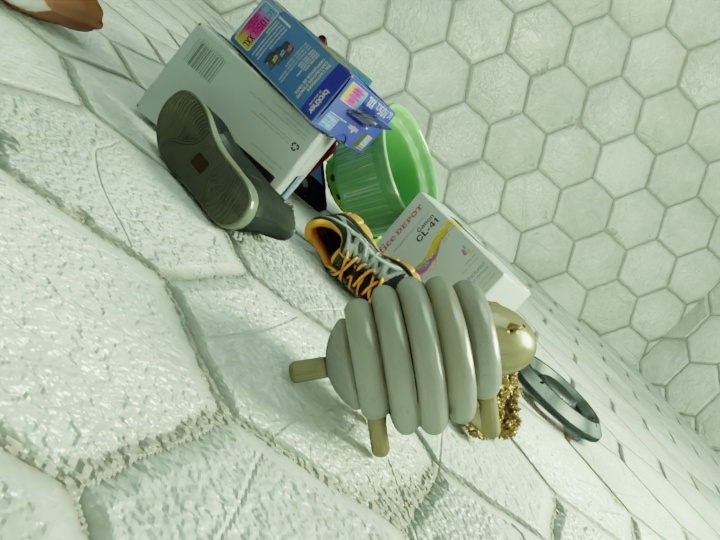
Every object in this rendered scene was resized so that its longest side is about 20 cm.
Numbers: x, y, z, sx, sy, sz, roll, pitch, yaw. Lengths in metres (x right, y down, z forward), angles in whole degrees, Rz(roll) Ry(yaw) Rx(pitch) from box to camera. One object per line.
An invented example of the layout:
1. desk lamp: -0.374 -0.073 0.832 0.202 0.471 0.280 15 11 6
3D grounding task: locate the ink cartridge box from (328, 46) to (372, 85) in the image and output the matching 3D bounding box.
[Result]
1. ink cartridge box: -0.084 -0.459 1.843 0.144 0.200 0.147 37 13 -9

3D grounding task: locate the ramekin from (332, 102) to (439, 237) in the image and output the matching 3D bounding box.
1. ramekin: 0.039 -0.149 1.095 0.200 0.097 0.201 38 45 -52

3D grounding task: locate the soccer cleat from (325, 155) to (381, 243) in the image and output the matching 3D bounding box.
1. soccer cleat: -0.003 -0.114 1.205 0.200 0.067 0.081 55 -4 -25

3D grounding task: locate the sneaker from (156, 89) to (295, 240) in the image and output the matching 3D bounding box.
1. sneaker: -0.154 -0.111 0.795 0.200 0.075 0.106 57 14 24

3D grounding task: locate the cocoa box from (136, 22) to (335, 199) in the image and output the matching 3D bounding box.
1. cocoa box: -0.149 -0.188 0.894 0.200 0.133 0.131 42 12 -1

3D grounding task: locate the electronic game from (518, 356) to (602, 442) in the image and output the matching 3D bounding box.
1. electronic game: 0.325 0.209 1.180 0.200 0.042 0.200 38 14 -11

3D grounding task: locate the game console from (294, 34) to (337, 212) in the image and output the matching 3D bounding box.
1. game console: -0.059 -0.219 1.082 0.172 0.118 0.201 36 43 -60

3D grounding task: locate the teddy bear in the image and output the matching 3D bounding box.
1. teddy bear: 0.134 0.139 0.835 0.145 0.067 0.200 32 20 -2

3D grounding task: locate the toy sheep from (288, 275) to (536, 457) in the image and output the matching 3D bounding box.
1. toy sheep: 0.043 0.071 0.560 0.138 0.199 0.139 169 -90 -85

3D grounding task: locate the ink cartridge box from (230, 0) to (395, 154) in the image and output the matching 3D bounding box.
1. ink cartridge box: -0.046 -0.226 0.859 0.200 0.076 0.136 50 14 21

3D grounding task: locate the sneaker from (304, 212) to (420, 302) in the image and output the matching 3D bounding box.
1. sneaker: 0.000 0.000 0.875 0.077 0.079 0.200 3 35 -49

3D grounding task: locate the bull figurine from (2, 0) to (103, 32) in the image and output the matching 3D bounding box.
1. bull figurine: -0.396 -0.347 0.843 0.122 0.065 0.200 52 13 13

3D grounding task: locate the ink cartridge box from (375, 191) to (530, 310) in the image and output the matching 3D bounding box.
1. ink cartridge box: 0.110 0.010 0.971 0.085 0.148 0.200 27 18 -48
